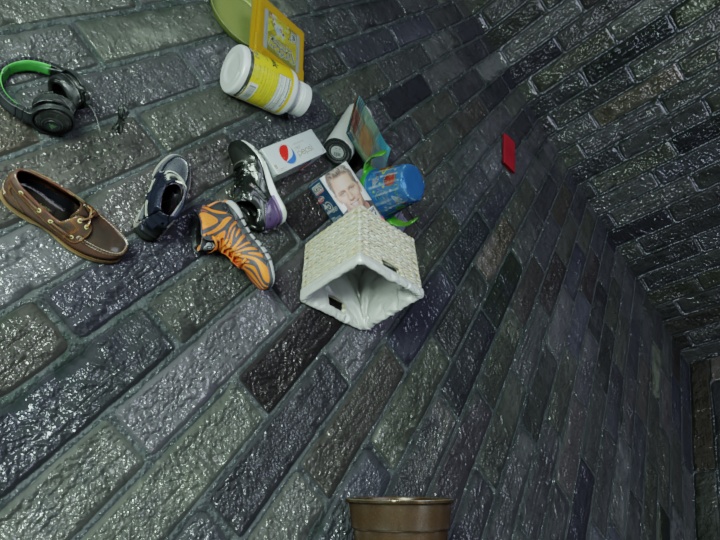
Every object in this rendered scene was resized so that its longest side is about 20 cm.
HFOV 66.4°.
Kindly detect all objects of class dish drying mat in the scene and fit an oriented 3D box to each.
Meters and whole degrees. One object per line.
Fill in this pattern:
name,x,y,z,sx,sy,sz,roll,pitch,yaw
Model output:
dish drying mat,0.621,-0.493,2.309,0.077,0.018,0.201,37,46,-27

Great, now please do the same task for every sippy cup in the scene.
sippy cup,0.087,-0.207,1.393,0.177,0.130,0.141,32,60,-37

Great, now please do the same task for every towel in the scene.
towel,0.026,-0.341,1.461,0.200,0.022,0.148,52,40,-45

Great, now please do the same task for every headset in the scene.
headset,-0.488,-0.285,0.904,0.199,0.094,0.124,26,50,-21

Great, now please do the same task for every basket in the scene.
basket,0.000,0.000,1.198,0.198,0.200,0.162,29,43,-34

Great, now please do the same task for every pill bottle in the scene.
pill bottle,-0.214,-0.431,1.279,0.199,0.111,0.112,13,59,-44

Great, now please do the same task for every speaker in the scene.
speaker,-0.030,-0.367,1.467,0.081,0.081,0.201,44,42,-21

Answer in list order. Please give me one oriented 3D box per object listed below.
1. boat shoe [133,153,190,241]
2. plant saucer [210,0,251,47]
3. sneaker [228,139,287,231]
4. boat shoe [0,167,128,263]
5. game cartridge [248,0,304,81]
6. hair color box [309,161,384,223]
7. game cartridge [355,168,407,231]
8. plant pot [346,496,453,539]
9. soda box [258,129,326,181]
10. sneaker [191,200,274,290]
boat shoe,-0.337,-0.149,0.991,0.074,0.092,0.201,31,48,-32
plant saucer,-0.294,-0.630,1.372,0.199,0.031,0.201,27,50,-37
sneaker,-0.232,-0.177,1.143,0.087,0.076,0.201,-30,91,-45
boat shoe,-0.448,-0.081,0.849,0.200,0.070,0.071,34,45,-32
game cartridge,-0.206,-0.558,1.383,0.176,0.032,0.202,23,59,-51
hair color box,-0.025,-0.153,1.344,0.100,0.060,0.201,-40,99,-34
game cartridge,0.043,-0.163,1.466,0.200,0.038,0.130,47,37,-18
plant pot,0.071,0.514,0.985,0.199,0.200,0.200,20,62,-40
soda box,-0.167,-0.261,1.268,0.068,0.063,0.200,56,38,-6
sneaker,-0.252,-0.036,1.044,0.112,0.078,0.201,-26,77,-47
